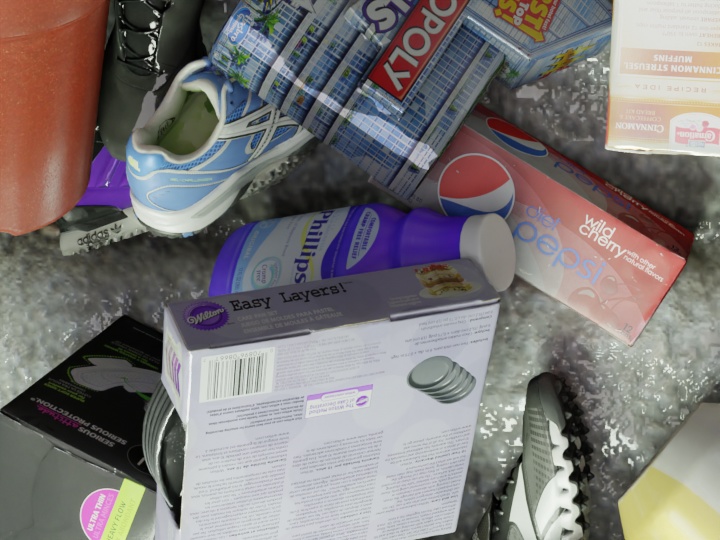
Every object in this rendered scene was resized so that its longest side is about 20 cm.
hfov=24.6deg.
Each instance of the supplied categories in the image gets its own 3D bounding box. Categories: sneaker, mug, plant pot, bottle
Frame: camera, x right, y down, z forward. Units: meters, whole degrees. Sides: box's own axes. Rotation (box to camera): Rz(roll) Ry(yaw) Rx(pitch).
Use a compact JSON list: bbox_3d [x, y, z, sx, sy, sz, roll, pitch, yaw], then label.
[{"bbox_3d":[-0.067,-0.107,1.030,0.075,0.077,0.200,35,71,24],"label":"sneaker"},{"bbox_3d":[0.234,0.172,1.016,0.153,0.186,0.150,41,134,11],"label":"mug"},{"bbox_3d":[0.112,0.167,1.103,0.089,0.067,0.202,-3,106,15],"label":"sneaker"},{"bbox_3d":[-0.131,-0.083,1.104,0.198,0.070,0.101,-18,94,18],"label":"sneaker"},{"bbox_3d":[-0.237,-0.138,0.997,0.199,0.201,0.197,16,126,11],"label":"plant pot"},{"bbox_3d":[-0.130,-0.168,1.043,0.075,0.091,0.202,14,90,13],"label":"sneaker"},{"bbox_3d":[0.000,0.000,1.034,0.198,0.084,0.065,-7,139,33],"label":"bottle"}]

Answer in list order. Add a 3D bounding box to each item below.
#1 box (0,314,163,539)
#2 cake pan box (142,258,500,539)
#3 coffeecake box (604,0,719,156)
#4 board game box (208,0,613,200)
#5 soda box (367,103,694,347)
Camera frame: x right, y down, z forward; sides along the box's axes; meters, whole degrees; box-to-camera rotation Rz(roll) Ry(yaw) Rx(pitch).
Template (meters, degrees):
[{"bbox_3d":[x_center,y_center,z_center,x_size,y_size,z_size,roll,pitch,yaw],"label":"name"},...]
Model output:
[{"bbox_3d":[-0.166,0.145,1.107,0.123,0.200,0.150,25,110,8],"label":"box"},{"bbox_3d":[-0.026,0.092,0.960,0.198,0.052,0.186,-10,127,-21],"label":"cake pan box"},{"bbox_3d":[0.188,-0.179,0.936,0.072,0.153,0.203,5,106,15],"label":"coffeecake box"},{"bbox_3d":[0.046,-0.156,0.990,0.199,0.062,0.201,33,76,-1],"label":"board game box"},{"bbox_3d":[0.109,-0.040,1.047,0.199,0.063,0.070,32,112,5],"label":"soda box"}]
